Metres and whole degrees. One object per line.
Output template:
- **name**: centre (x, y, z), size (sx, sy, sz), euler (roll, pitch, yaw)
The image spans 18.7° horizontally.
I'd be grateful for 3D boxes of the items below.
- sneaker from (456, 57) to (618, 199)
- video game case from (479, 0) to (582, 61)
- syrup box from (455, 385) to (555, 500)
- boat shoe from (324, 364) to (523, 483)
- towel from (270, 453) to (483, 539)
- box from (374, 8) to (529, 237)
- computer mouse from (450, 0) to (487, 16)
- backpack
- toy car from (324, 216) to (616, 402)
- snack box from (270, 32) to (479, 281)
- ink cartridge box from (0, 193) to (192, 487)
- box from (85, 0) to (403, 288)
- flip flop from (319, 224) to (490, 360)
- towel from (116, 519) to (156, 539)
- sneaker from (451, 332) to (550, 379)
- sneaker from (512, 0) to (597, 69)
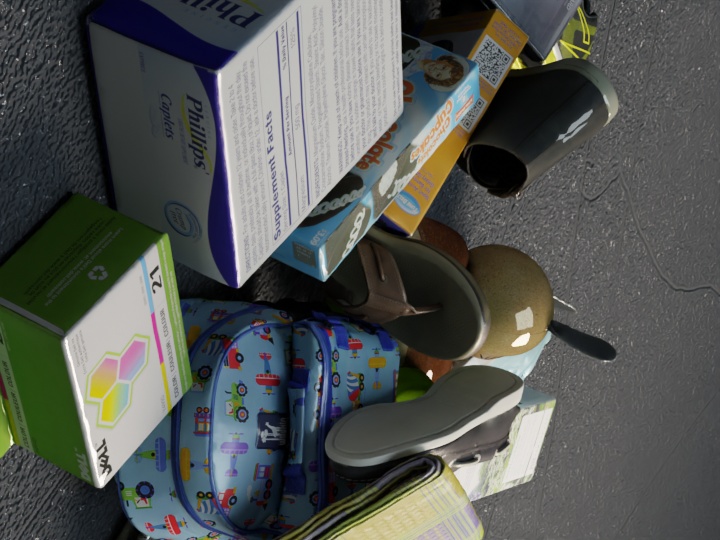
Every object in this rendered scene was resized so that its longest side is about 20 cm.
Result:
- **sneaker**: centre (0.098, -0.096, 1.631), size (0.106, 0.075, 0.200), euler (-40, -173, -26)
- **video game case**: centre (0.107, -0.271, 1.588), size (0.200, 0.019, 0.143), euler (44, 68, -30)
- **syrup box**: centre (0.082, 0.139, 1.817), size (0.200, 0.081, 0.079), euler (-6, 115, -62)
- **boat shoe**: centre (0.045, 0.120, 1.524), size (0.199, 0.073, 0.061), euler (-23, 124, -53)
- **towel**: centre (0.014, 0.191, 1.517), size (0.143, 0.023, 0.200), euler (-32, 155, 1)
- **box**: centre (0.034, -0.098, 1.603), size (0.041, 0.119, 0.201), euler (40, 73, -23)
- **computer mouse**: centre (0.099, -0.204, 1.721), size (0.138, 0.053, 0.201), euler (-38, 152, -36)
- **backpack**: centre (-0.077, 0.106, 1.516), size (0.199, 0.134, 0.184), euler (11, 83, -57)
- **toy car**: centre (0.089, 0.041, 1.674), size (0.198, 0.164, 0.159), euler (6, 113, -22)
- **snack box**: centre (-0.017, -0.090, 1.503), size (0.200, 0.116, 0.037), euler (-50, 151, -31)
- **ink cartridge box**: centre (-0.197, 0.076, 1.338), size (0.200, 0.075, 0.149), euler (-50, 151, -33)
- **box**: centre (-0.067, -0.129, 1.381), size (0.200, 0.104, 0.185), euler (-48, 151, -35)
- **flip flop**: centre (0.000, 0.000, 1.521), size (0.058, 0.199, 0.081), euler (-43, 167, -52)
- **towel**: centre (-0.145, 0.239, 1.640), size (0.201, 0.034, 0.193), euler (-60, 155, -13)
- **sneaker**: centre (0.109, 0.073, 1.798), size (0.200, 0.073, 0.083), euler (-38, 116, -47)
- **sneaker**: centre (0.158, -0.170, 1.719), size (0.085, 0.074, 0.200), euler (-52, 158, -10)
